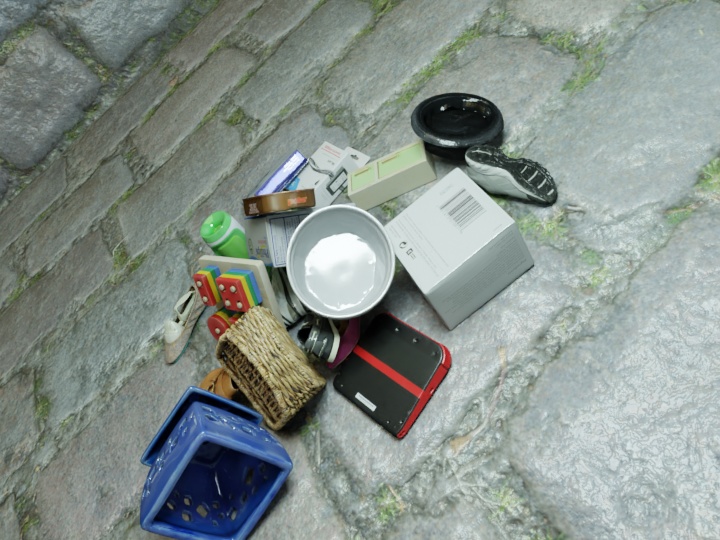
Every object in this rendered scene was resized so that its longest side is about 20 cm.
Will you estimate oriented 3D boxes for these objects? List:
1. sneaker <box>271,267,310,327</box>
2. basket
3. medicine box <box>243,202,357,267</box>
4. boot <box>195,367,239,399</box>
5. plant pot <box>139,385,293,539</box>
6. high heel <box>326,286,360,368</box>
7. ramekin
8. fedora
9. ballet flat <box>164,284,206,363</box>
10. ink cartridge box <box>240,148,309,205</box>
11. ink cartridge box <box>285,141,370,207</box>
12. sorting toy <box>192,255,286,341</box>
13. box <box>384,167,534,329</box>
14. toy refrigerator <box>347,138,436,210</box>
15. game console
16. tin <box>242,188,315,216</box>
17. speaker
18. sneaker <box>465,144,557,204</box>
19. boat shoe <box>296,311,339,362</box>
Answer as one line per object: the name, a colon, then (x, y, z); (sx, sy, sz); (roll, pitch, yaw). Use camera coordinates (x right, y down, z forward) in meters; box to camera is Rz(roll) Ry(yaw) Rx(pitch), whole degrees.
sneaker: (-0.194, 0.050, 1.316); (0.114, 0.076, 0.202); (-35, 46, 5)
basket: (-0.182, 0.188, 1.098); (0.148, 0.143, 0.201); (-40, 83, 0)
medicine box: (-0.123, -0.074, 1.232); (0.196, 0.106, 0.181); (-10, 7, -25)
boot: (-0.297, 0.277, 1.195); (0.154, 0.073, 0.203); (-35, 38, 28)
plant pot: (-0.266, 0.337, 1.044); (0.202, 0.198, 0.180); (-54, 35, 6)
high heel: (-0.035, 0.084, 1.146); (0.202, 0.095, 0.067); (-59, 19, -10)
ramekin: (-0.036, -0.009, 1.087); (0.195, 0.105, 0.206); (0, 81, -2)
fedora: (0.205, -0.295, 1.267); (0.195, 0.093, 0.204); (-2, 50, 2)
ballet flat: (-0.439, 0.123, 1.442); (0.067, 0.067, 0.203); (1, 59, 36)
ink cartridge box: (-0.227, -0.231, 1.529); (0.200, 0.041, 0.200); (-48, 19, -6)
ink cartridge box: (-0.083, -0.245, 1.471); (0.201, 0.068, 0.115); (-48, 43, -7)
sorting toy: (-0.263, 0.079, 1.247); (0.197, 0.203, 0.069); (5, 31, 39)
box: (0.173, -0.043, 1.085); (0.199, 0.131, 0.200); (-38, 44, 4)
toy refrigerator: (0.068, -0.216, 1.340); (0.196, 0.070, 0.077); (-22, 47, 21)
game console: (0.055, 0.181, 1.075); (0.198, 0.031, 0.179); (27, 81, 46)
tin: (-0.157, -0.131, 1.141); (0.110, 0.043, 0.199); (-16, 10, -27)
speaker: (-0.277, -0.045, 1.359); (0.087, 0.200, 0.090); (-18, 47, 21)
sneaker: (0.293, -0.177, 1.155); (0.198, 0.080, 0.074); (33, 58, 30)
boat shoe: (-0.091, 0.117, 1.150); (0.200, 0.066, 0.074); (-138, 60, -73)
